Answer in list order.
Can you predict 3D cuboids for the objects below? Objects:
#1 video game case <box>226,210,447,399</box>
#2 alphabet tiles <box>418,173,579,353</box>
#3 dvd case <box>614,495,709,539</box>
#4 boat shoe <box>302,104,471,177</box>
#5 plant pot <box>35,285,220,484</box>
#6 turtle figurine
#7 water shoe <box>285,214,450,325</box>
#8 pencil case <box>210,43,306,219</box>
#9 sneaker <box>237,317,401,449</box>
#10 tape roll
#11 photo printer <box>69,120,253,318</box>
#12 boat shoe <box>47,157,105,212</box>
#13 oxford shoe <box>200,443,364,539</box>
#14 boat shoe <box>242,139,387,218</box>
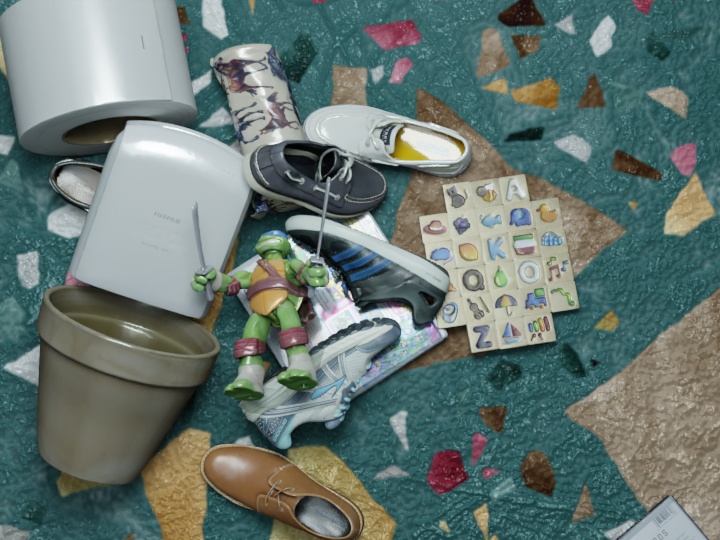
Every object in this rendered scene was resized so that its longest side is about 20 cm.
[{"bbox_3d":[-0.027,0.041,1.553,0.182,0.024,0.200,-32,82,-3],"label":"video game case"},{"bbox_3d":[0.159,-0.009,1.552,0.166,0.006,0.201,-8,78,-4],"label":"alphabet tiles"},{"bbox_3d":[0.354,0.375,1.499,0.150,0.025,0.200,-39,83,-3],"label":"dvd case"},{"bbox_3d":[0.031,-0.152,1.552,0.199,0.070,0.071,14,83,3],"label":"boat shoe"},{"bbox_3d":[-0.275,0.132,1.478,0.199,0.200,0.174,21,99,4],"label":"plant pot"},{"bbox_3d":[-0.108,0.027,1.430,0.143,0.200,0.195,0,66,-11],"label":"turtle figurine"},{"bbox_3d":[0.000,0.000,1.511,0.199,0.072,0.079,22,86,5],"label":"water shoe"},{"bbox_3d":[-0.112,-0.163,1.553,0.089,0.078,0.201,-18,82,13],"label":"pencil case"},{"bbox_3d":[-0.033,0.125,1.502,0.200,0.078,0.087,-32,94,5],"label":"sneaker"},{"bbox_3d":[-0.292,-0.222,1.505,0.202,0.203,0.140,-11,83,0],"label":"tape roll"},{"bbox_3d":[-0.215,-0.061,1.498,0.166,0.069,0.201,19,109,-13],"label":"photo printer"},{"bbox_3d":[-0.263,-0.078,1.553,0.199,0.068,0.072,20,83,1],"label":"boat shoe"},{"bbox_3d":[-0.089,0.247,1.506,0.199,0.071,0.072,22,85,6],"label":"oxford shoe"},{"bbox_3d":[-0.035,-0.105,1.492,0.199,0.063,0.073,8,67,-42],"label":"boat shoe"}]
